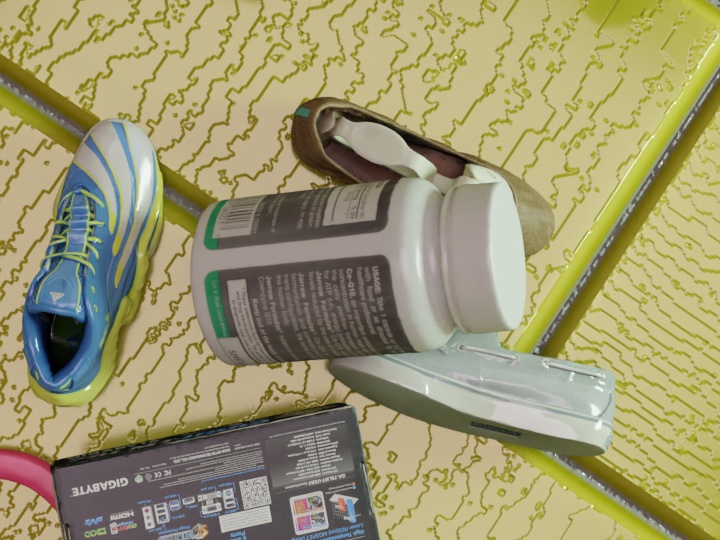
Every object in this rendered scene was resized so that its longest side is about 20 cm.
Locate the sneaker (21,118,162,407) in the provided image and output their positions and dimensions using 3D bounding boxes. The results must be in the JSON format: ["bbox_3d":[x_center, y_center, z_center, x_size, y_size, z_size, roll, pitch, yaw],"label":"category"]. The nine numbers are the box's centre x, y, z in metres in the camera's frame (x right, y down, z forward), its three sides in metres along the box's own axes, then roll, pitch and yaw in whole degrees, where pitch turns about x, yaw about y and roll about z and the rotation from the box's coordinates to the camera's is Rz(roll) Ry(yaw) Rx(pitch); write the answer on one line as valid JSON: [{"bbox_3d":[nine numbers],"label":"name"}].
[{"bbox_3d":[-0.177,-0.006,1.082,0.075,0.105,0.201,10,88,-3],"label":"sneaker"}]

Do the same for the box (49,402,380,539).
[{"bbox_3d":[-0.083,0.200,1.041,0.199,0.050,0.199,-11,92,-12],"label":"box"}]

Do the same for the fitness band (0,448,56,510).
[{"bbox_3d":[-0.228,0.215,1.108,0.144,0.037,0.200,-42,92,-7],"label":"fitness band"}]

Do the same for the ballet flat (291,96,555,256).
[{"bbox_3d":[0.045,-0.065,1.114,0.200,0.072,0.068,28,85,-2],"label":"ballet flat"}]

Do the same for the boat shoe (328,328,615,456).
[{"bbox_3d":[0.080,0.071,1.120,0.200,0.070,0.072,16,71,-3],"label":"boat shoe"}]

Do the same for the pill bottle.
[{"bbox_3d":[0.000,0.000,1.059,0.199,0.113,0.114,-5,88,18],"label":"pill bottle"}]
